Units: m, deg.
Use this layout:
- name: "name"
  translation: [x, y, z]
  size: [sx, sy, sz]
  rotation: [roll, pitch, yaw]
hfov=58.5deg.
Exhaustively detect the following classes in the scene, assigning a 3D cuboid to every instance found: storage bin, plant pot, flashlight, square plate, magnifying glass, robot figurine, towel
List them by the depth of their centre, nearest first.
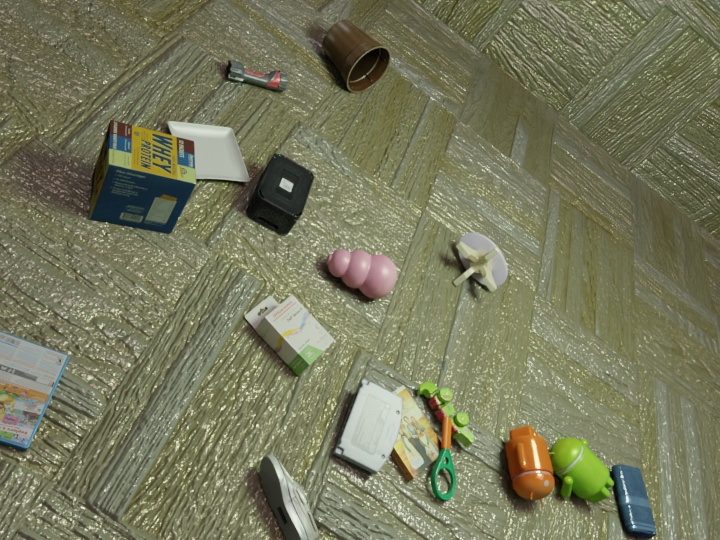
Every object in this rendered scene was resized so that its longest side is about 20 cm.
- name: "magnifying glass"
  translation: [0.213, 0.473, 1.619]
  size: [0.079, 0.022, 0.202]
  rotation: [26, 61, -34]
- name: "robot figurine"
  translation: [0.456, 0.524, 1.727]
  size: [0.115, 0.144, 0.202]
  rotation: [3, 52, -7]
- name: "square plate"
  translation: [-0.425, -0.326, 1.793]
  size: [0.197, 0.028, 0.201]
  rotation: [-2, 59, -38]
- name: "storage bin"
  translation: [-0.224, -0.216, 1.811]
  size: [0.134, 0.094, 0.201]
  rotation: [28, 44, -16]
- name: "robot figurine"
  translation: [0.618, 0.559, 1.819]
  size: [0.200, 0.116, 0.175]
  rotation: [44, 48, 1]
- name: "towel"
  translation: [0.810, 0.686, 1.914]
  size: [0.111, 0.049, 0.202]
  rotation: [21, 48, -23]
- name: "flashlight"
  translation: [-0.333, -0.630, 2.072]
  size: [0.198, 0.068, 0.068]
  rotation: [9, 27, -31]
- name: "plant pot"
  translation: [-0.024, -0.794, 2.346]
  size: [0.199, 0.201, 0.199]
  rotation: [-19, 63, -44]

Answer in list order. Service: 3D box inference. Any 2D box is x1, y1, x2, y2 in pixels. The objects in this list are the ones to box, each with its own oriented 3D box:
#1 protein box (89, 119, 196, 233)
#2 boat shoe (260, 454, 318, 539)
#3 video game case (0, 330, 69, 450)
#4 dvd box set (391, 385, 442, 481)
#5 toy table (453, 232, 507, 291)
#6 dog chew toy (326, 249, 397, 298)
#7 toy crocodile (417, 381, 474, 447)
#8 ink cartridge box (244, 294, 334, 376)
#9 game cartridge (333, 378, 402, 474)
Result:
- name: "protein box"
  translation: [-0.513, -0.214, 1.513]
  size: [0.197, 0.200, 0.136]
  rotation: [10, 52, -31]
- name: "boat shoe"
  translation: [-0.146, 0.478, 1.348]
  size: [0.065, 0.072, 0.201]
  rotation: [-11, 66, -46]
- name: "video game case"
  translation: [-0.655, 0.222, 1.205]
  size: [0.142, 0.018, 0.201]
  rotation: [25, 46, -20]
- name: "dvd box set"
  translation: [0.115, 0.406, 1.625]
  size: [0.146, 0.029, 0.201]
  rotation: [-21, 72, -44]
- name: "toy table"
  translation: [0.382, -0.024, 2.070]
  size: [0.200, 0.184, 0.117]
  rotation: [42, 25, 11]
- name: "dog chew toy"
  translation: [0.000, 0.000, 1.797]
  size: [0.198, 0.125, 0.125]
  rotation: [20, 47, -12]
- name: "toy crocodile"
  translation: [0.228, 0.380, 1.704]
  size: [0.061, 0.068, 0.201]
  rotation: [-23, 71, -39]
- name: "ink cartridge box"
  translation: [-0.176, 0.143, 1.585]
  size: [0.200, 0.067, 0.117]
  rotation: [46, 43, 2]
- name: "game cartridge"
  translation: [0.027, 0.377, 1.548]
  size: [0.132, 0.041, 0.201]
  rotation: [26, 56, -4]
